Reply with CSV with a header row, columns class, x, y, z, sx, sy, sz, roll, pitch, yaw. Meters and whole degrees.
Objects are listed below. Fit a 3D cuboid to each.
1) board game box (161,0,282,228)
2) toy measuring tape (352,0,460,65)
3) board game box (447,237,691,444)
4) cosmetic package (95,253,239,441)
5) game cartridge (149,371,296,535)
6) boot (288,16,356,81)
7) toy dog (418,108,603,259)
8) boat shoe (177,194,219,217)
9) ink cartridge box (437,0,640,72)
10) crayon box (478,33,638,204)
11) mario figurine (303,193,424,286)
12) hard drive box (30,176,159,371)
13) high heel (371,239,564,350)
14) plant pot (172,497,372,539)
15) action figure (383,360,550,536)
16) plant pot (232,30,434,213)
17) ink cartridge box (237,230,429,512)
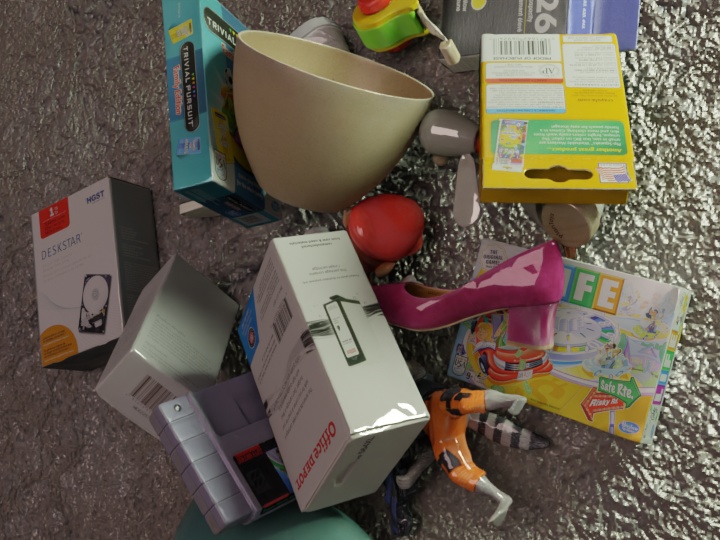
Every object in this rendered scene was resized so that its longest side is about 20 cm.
class,x,y,z,sx,sy,sz,roll,pitch,yaw
board game box,-0.139,-0.162,1.000,0.046,0.151,0.205,-11,76,19
toy measuring tape,0.037,-0.243,1.001,0.074,0.073,0.201,-50,36,18
board game box,0.183,0.059,0.891,0.197,0.034,0.137,16,91,36
cosmetic package,-0.202,0.079,1.055,0.074,0.101,0.201,-43,17,21
game cartridge,-0.088,0.157,0.930,0.130,0.198,0.039,51,128,19
boot,-0.087,-0.185,1.096,0.199,0.073,0.097,-40,55,22
toy dog,0.147,-0.076,0.907,0.200,0.130,0.098,46,146,36
boat shoe,-0.136,-0.107,1.121,0.197,0.072,0.063,-12,79,38
ink cartridge box,0.173,-0.304,0.954,0.197,0.047,0.202,0,81,37
crayon box,0.163,-0.122,0.842,0.123,0.052,0.203,1,48,6
mario figurine,0.000,0.000,1.020,0.200,0.123,0.107,-44,17,30
hard drive box,-0.331,0.008,1.236,0.154,0.076,0.204,-20,71,30
high heel,0.088,0.008,0.893,0.197,0.067,0.098,11,107,32
plant pot,-0.072,0.307,0.939,0.158,0.200,0.205,6,85,22
action figure,0.074,0.163,0.934,0.192,0.103,0.204,24,126,44
plant pot,-0.040,-0.137,0.962,0.199,0.198,0.137,32,114,34
ink cartridge box,-0.032,0.090,0.888,0.203,0.083,0.147,65,147,29
